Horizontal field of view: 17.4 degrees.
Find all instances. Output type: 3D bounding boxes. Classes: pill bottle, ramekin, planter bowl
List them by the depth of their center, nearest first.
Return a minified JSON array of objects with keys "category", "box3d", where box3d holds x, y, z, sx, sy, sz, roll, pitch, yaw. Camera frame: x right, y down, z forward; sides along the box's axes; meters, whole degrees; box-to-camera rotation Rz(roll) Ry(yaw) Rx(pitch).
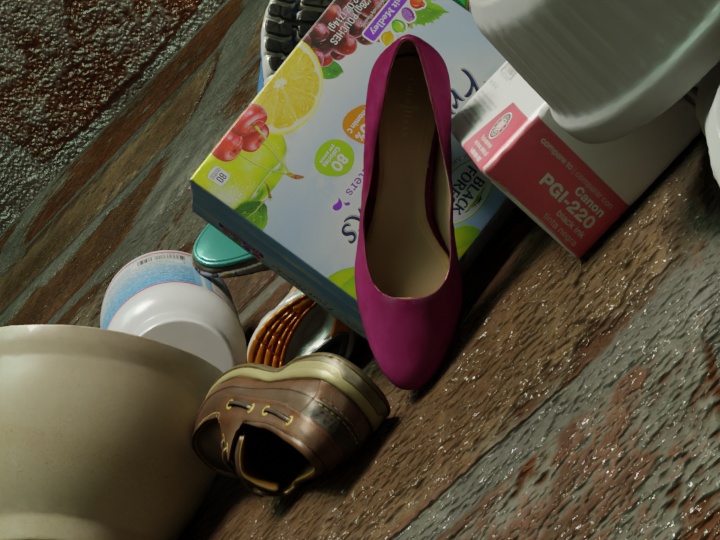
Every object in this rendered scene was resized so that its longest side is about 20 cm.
[{"category":"ramekin","box3d":[0.138,-0.172,1.193,0.203,0.094,0.203,-50,17,21]},{"category":"planter bowl","box3d":[-0.188,0.135,1.569,0.200,0.199,0.136,-30,49,53]},{"category":"pill bottle","box3d":[-0.142,0.055,1.771,0.109,0.109,0.200,-47,13,4]}]

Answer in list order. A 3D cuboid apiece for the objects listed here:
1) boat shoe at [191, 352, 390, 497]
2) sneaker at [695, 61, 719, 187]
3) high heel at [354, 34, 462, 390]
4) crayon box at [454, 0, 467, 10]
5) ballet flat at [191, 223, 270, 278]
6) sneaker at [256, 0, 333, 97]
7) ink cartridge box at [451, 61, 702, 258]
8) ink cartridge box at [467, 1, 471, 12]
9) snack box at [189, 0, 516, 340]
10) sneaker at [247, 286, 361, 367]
[{"category":"boat shoe","box3d":[-0.058,0.102,1.447,0.068,0.072,0.200,-52,16,-27]},{"category":"sneaker","box3d":[0.202,-0.069,1.153,0.201,0.072,0.085,-76,-3,-50]},{"category":"high heel","box3d":[0.024,-0.035,1.379,0.096,0.067,0.202,67,-160,-74]},{"category":"crayon box","box3d":[0.020,-0.111,1.672,0.173,0.058,0.201,-83,12,-67]},{"category":"ballet flat","box3d":[-0.042,-0.045,1.819,0.200,0.072,0.072,-40,10,-17]},{"category":"sneaker","box3d":[-0.045,-0.116,1.610,0.089,0.078,0.201,143,141,-70]},{"category":"ink cartridge box","box3d":[0.154,-0.119,1.363,0.200,0.085,0.146,-48,14,7]},{"category":"ink cartridge box","box3d":[0.100,-0.215,1.606,0.201,0.047,0.199,96,-176,-53]},{"category":"snack box","box3d":[0.017,-0.074,1.481,0.200,0.168,0.068,-51,-8,-15]},{"category":"sneaker","box3d":[0.000,0.000,1.560,0.200,0.076,0.092,-44,5,3]}]
